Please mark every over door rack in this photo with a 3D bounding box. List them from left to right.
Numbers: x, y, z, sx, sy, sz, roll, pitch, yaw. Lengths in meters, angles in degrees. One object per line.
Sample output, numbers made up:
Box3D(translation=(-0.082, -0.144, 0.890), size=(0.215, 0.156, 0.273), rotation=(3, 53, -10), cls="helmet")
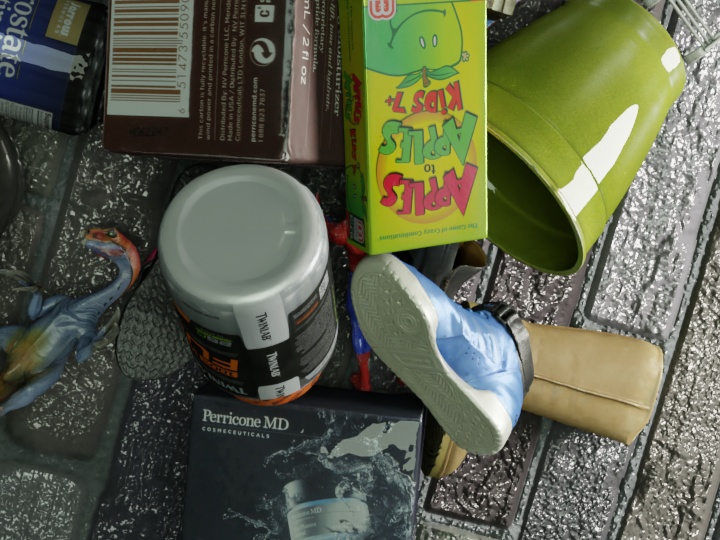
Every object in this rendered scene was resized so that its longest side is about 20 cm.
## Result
Box3D(translation=(0.340, -0.306, 1.092), size=(0.200, 0.067, 0.148), rotation=(-36, 101, 17), cls="over door rack")

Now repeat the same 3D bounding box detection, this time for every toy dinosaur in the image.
Box3D(translation=(-0.268, 0.044, 1.020), size=(0.181, 0.200, 0.105), rotation=(-39, 91, -29), cls="toy dinosaur")

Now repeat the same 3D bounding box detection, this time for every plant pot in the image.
Box3D(translation=(0.173, -0.135, 1.039), size=(0.193, 0.200, 0.200), rotation=(-46, 101, -13), cls="plant pot")

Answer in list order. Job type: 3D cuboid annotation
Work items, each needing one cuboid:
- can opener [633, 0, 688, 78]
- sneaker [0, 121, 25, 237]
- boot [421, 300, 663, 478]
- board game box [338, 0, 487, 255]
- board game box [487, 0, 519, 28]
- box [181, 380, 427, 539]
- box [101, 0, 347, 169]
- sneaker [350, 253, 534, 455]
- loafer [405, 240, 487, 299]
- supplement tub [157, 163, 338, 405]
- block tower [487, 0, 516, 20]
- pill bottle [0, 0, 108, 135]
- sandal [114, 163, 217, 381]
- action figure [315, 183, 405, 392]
Box3D(translation=(0.231, -0.239, 1.090), size=(0.053, 0.066, 0.200), rotation=(-46, 107, -25), cls="can opener")
Box3D(translation=(-0.328, -0.031, 0.990), size=(0.075, 0.091, 0.201), rotation=(11, 105, -4), cls="sneaker")
Box3D(translation=(0.169, 0.130, 1.120), size=(0.199, 0.066, 0.176), rotation=(16, 93, -12), cls="boot")
Box3D(translation=(0.041, -0.120, 0.900), size=(0.101, 0.048, 0.201), rotation=(-9, 107, -23), cls="board game box")
Box3D(translation=(0.064, -0.242, 1.085), size=(0.200, 0.019, 0.103), rotation=(-41, 99, -3), cls="board game box")
Box3D(translation=(-0.048, 0.203, 1.043), size=(0.195, 0.117, 0.202), rotation=(5, 95, 5), cls="box")
Box3D(translation=(-0.078, -0.167, 0.948), size=(0.163, 0.200, 0.167), rotation=(5, 95, 25), cls="box")
Box3D(translation=(0.076, 0.048, 1.019), size=(0.200, 0.077, 0.111), rotation=(52, 44, -12), cls="sneaker")
Box3D(translation=(0.074, -0.006, 1.047), size=(0.072, 0.073, 0.201), rotation=(6, 133, 14), cls="loafer")
Box3D(translation=(-0.080, 0.020, 0.917), size=(0.122, 0.200, 0.123), rotation=(-1, 60, 2), cls="supplement tub")
Box3D(translation=(0.037, -0.269, 1.041), size=(0.199, 0.058, 0.054), rotation=(13, 93, -12), cls="block tower")
Box3D(translation=(-0.265, -0.176, 0.988), size=(0.199, 0.112, 0.113), rotation=(15, 93, -11), cls="pill bottle")
Box3D(translation=(-0.161, 0.004, 1.066), size=(0.075, 0.045, 0.201), rotation=(21, 78, -17), cls="sandal")
Box3D(translation=(0.000, 0.000, 1.084), size=(0.065, 0.099, 0.201), rotation=(-12, 120, -10), cls="action figure")
